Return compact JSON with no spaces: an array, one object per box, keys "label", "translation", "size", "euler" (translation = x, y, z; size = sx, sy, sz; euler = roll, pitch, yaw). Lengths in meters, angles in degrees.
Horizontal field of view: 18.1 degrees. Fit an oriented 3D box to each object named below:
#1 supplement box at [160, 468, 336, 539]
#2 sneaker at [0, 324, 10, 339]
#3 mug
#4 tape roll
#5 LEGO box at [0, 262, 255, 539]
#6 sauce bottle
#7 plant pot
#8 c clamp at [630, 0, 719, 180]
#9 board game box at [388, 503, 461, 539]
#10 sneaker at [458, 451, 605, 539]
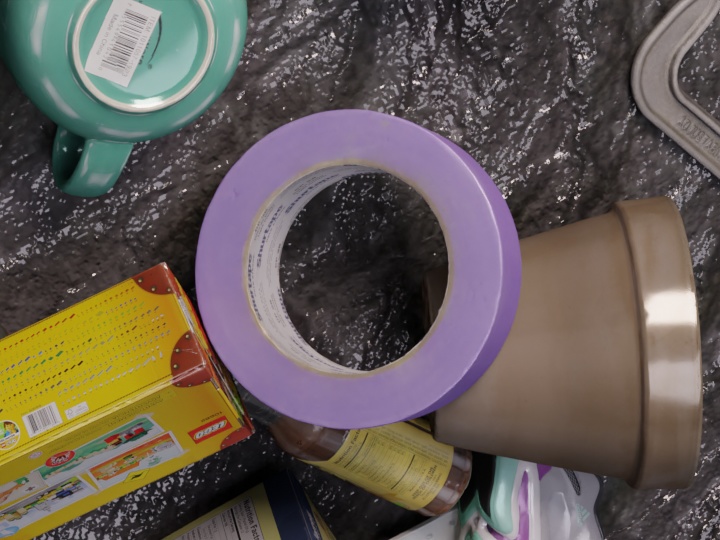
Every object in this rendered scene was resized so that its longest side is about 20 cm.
[{"label":"supplement box","translation":[-0.078,0.286,1.558],"size":[0.199,0.134,0.200],"euler":[-30,119,3]},{"label":"sneaker","translation":[-0.291,0.006,1.402],"size":[0.200,0.071,0.098],"euler":[28,102,-28]},{"label":"mug","translation":[-0.140,-0.141,1.372],"size":[0.152,0.114,0.186],"euler":[-26,119,-9]},{"label":"tape roll","translation":[0.000,0.000,1.445],"size":[0.199,0.085,0.201],"euler":[0,88,12]},{"label":"LEGO box","translation":[-0.182,0.093,1.425],"size":[0.199,0.077,0.149],"euler":[-25,158,-1]},{"label":"sauce bottle","translation":[-0.015,0.108,1.562],"size":[0.200,0.065,0.065],"euler":[28,100,-27]},{"label":"plant pot","translation":[0.131,0.052,1.539],"size":[0.173,0.200,0.201],"euler":[-2,114,-2]},{"label":"c clamp","translation":[0.277,-0.151,1.583],"size":[0.171,0.027,0.200],"euler":[-46,120,3]},{"label":"board game box","translation":[0.092,0.252,1.689],"size":[0.199,0.026,0.201],"euler":[-27,119,-9]},{"label":"sneaker","translation":[0.127,0.222,1.629],"size":[0.139,0.078,0.201],"euler":[9,109,-24]}]
